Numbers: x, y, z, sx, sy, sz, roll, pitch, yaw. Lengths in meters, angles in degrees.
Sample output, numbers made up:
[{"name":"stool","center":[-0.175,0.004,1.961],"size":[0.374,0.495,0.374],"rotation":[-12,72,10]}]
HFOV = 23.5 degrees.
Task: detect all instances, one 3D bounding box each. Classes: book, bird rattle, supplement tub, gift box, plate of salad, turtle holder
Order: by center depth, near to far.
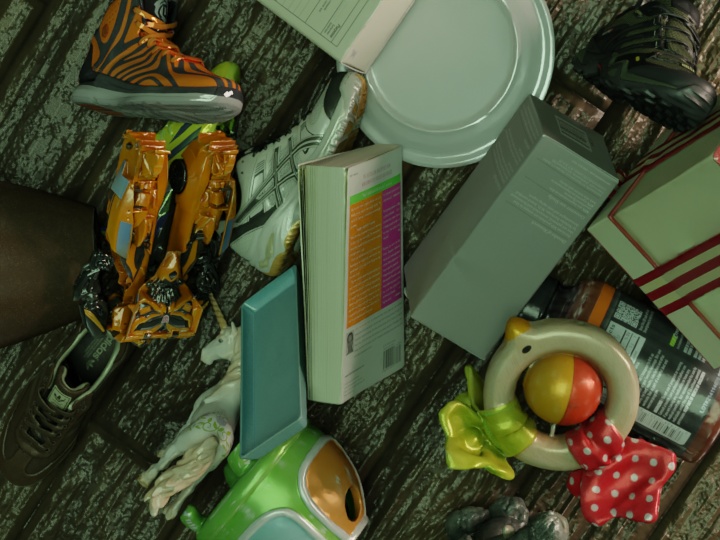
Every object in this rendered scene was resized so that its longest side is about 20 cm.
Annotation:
[{"name":"bird rattle","center":[0.167,0.122,1.423],"size":[0.198,0.113,0.164],"rotation":[15,111,8]},{"name":"gift box","center":[0.325,-0.050,1.423],"size":[0.185,0.187,0.200],"rotation":[50,54,-4]},{"name":"book","center":[0.000,0.000,1.490],"size":[0.048,0.133,0.202],"rotation":[5,103,26]},{"name":"supplement tub","center":[0.225,0.077,1.496],"size":[0.199,0.107,0.108],"rotation":[28,97,5]},{"name":"plate of salad","center":[0.076,-0.190,1.525],"size":[0.198,0.048,0.202],"rotation":[0,89,18]},{"name":"turtle holder","center":[-0.078,0.222,1.526],"size":[0.131,0.141,0.186],"rotation":[39,96,2]}]

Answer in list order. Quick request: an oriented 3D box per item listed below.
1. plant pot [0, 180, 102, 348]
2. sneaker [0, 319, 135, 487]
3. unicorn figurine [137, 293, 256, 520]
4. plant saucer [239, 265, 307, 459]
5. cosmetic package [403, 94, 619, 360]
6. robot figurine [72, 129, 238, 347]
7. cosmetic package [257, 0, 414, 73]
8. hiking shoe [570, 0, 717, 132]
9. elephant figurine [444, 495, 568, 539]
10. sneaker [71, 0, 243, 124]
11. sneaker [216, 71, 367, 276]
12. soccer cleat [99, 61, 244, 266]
[{"name":"plant pot","center":[-0.332,-0.006,1.538],"size":[0.198,0.187,0.189],"rotation":[-3,94,-6]},{"name":"sneaker","center":[-0.276,0.112,1.576],"size":[0.070,0.076,0.201],"rotation":[34,97,4]},{"name":"unicorn figurine","center":[-0.138,0.133,1.542],"size":[0.073,0.201,0.138],"rotation":[28,113,-22]},{"name":"plant saucer","center":[-0.074,0.080,1.499],"size":[0.070,0.201,0.019],"rotation":[-35,124,23]},{"name":"cosmetic package","center":[0.124,-0.037,1.474],"size":[0.090,0.107,0.201],"rotation":[28,113,-14]},{"name":"robot figurine","center":[-0.171,-0.021,1.496],"size":[0.058,0.144,0.202],"rotation":[36,121,47]},{"name":"cosmetic package","center":[-0.053,-0.272,1.504],"size":[0.200,0.073,0.104],"rotation":[39,99,14]},{"name":"hiking shoe","center":[0.245,-0.182,1.433],"size":[0.075,0.200,0.101],"rotation":[31,96,-25]},{"name":"elephant figurine","center":[0.115,0.269,1.474],"size":[0.140,0.200,0.157],"rotation":[-8,93,7]},{"name":"sneaker","center":[-0.174,-0.191,1.508],"size":[0.199,0.077,0.113],"rotation":[10,85,39]},{"name":"sneaker","center":[-0.066,-0.095,1.525],"size":[0.087,0.076,0.201],"rotation":[32,108,10]},{"name":"soccer cleat","center":[-0.171,-0.102,1.555],"size":[0.083,0.065,0.201],"rotation":[27,97,9]}]
